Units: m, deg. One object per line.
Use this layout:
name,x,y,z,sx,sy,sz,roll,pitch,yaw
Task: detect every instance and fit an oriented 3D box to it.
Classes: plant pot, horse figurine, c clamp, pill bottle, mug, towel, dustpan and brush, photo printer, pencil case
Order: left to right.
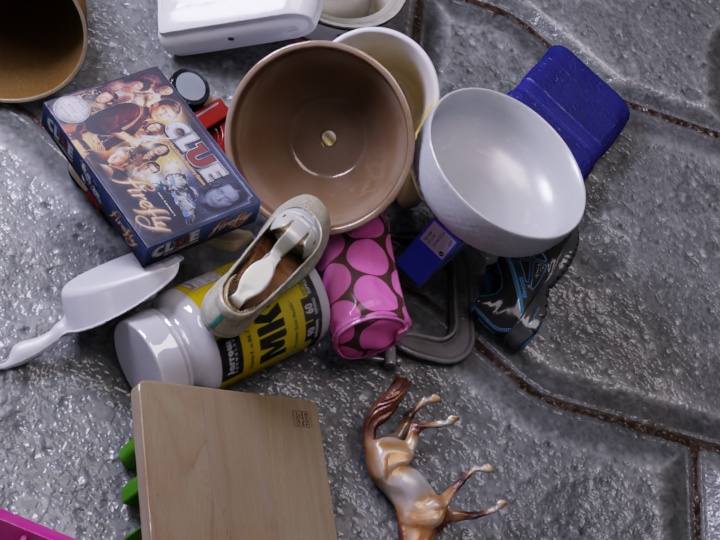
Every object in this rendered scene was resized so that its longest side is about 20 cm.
plant pot,-0.381,-0.320,1.408,0.185,0.187,0.201,13,42,-14
dustpan and brush,-0.271,0.039,1.268,0.199,0.140,0.058,-21,105,-15
pill bottle,-0.139,0.057,1.294,0.199,0.114,0.115,-26,72,-32
photo printer,-0.138,-0.345,1.510,0.199,0.069,0.167,-7,70,12
plant pot,-0.039,-0.140,1.364,0.200,0.093,0.202,0,95,5
pencil case,0.000,0.000,1.384,0.093,0.091,0.201,3,50,-17
mug,0.015,-0.175,1.483,0.149,0.153,0.188,12,92,4
c clamp,0.055,0.029,1.444,0.170,0.027,0.201,16,54,-13
horse figurine,0.061,0.209,1.313,0.132,0.050,0.201,-30,82,-16
towel,0.255,-0.192,1.657,0.148,0.050,0.200,43,53,-1

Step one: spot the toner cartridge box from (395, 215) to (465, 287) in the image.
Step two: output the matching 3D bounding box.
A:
toner cartridge box,0.128,-0.065,1.474,0.043,0.095,0.200,46,46,4

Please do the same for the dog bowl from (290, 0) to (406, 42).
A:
dog bowl,-0.044,-0.362,1.623,0.199,0.074,0.201,11,57,-17

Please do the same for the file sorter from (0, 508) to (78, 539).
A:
file sorter,-0.264,0.309,1.043,0.199,0.139,0.126,24,27,-7

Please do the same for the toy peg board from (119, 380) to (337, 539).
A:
toy peg board,-0.135,0.224,1.218,0.198,0.098,0.201,11,56,-34

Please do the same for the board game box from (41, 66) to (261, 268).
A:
board game box,-0.210,-0.108,1.280,0.135,0.035,0.200,-25,66,-32

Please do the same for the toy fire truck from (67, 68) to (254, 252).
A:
toy fire truck,-0.187,-0.099,1.380,0.176,0.129,0.200,-38,90,-36

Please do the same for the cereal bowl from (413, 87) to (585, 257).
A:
cereal bowl,0.139,-0.095,1.378,0.199,0.083,0.201,18,51,-23

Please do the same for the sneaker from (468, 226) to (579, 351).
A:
sneaker,0.194,-0.004,1.493,0.082,0.073,0.200,32,53,-3

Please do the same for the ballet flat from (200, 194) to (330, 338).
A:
ballet flat,-0.080,-0.010,1.249,0.067,0.062,0.200,39,56,-5
